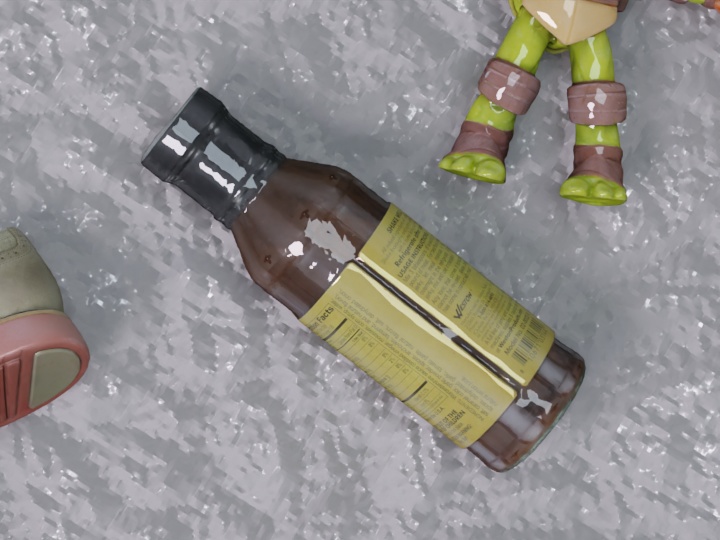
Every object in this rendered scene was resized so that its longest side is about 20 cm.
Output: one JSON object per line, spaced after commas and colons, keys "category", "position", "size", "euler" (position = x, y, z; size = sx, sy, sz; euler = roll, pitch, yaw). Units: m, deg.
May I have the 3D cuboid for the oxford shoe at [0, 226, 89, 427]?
{"category": "oxford shoe", "position": [-0.213, 0.043, 1.201], "size": [0.200, 0.071, 0.074], "euler": [-18, 63, -11]}

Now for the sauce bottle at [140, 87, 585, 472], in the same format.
{"category": "sauce bottle", "position": [0.000, 0.000, 1.235], "size": [0.200, 0.065, 0.065], "euler": [40, 79, -5]}

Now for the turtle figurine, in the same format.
{"category": "turtle figurine", "position": [0.078, -0.115, 1.262], "size": [0.200, 0.064, 0.162], "euler": [12, 90, -18]}
